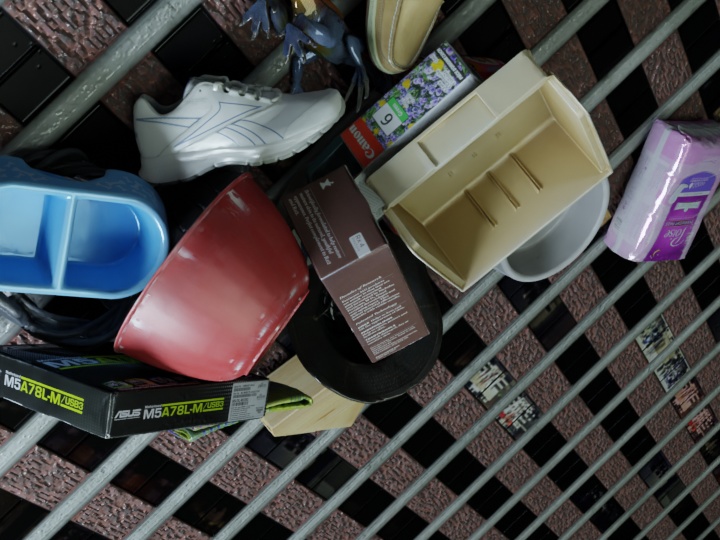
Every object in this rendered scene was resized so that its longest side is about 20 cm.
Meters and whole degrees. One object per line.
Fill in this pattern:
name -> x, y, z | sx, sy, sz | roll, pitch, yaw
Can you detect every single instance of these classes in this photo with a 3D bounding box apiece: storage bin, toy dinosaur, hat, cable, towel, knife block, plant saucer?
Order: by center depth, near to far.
cable -> -0.266, -0.016, 0.975 | 0.200, 0.051, 0.163 | 42, 82, -29
toy dinosaur -> -0.017, -0.219, 1.006 | 0.181, 0.105, 0.201 | -15, 123, -54
storage bin -> 0.128, -0.093, 1.040 | 0.200, 0.094, 0.198 | -39, 159, 8
plant saucer -> -0.014, -0.054, 1.101 | 0.070, 0.019, 0.200 | -49, 146, -24
towel -> -0.151, 0.145, 1.138 | 0.143, 0.200, 0.023 | -14, 95, -29
hat -> -0.006, 0.052, 1.212 | 0.200, 0.201, 0.081 | -23, 178, -23
knife block -> -0.022, 0.105, 1.270 | 0.200, 0.064, 0.176 | 2, 123, -48

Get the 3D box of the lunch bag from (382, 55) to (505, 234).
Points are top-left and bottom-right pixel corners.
lunch bag -> 0.088, -0.135, 1.167 | 0.176, 0.082, 0.201 | -4, 123, -32

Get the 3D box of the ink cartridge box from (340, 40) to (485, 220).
ink cartridge box -> 0.038, -0.124, 1.043 | 0.200, 0.050, 0.109 | -40, 157, 14

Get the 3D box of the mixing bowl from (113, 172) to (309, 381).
mixing bowl -> -0.116, 0.023, 0.954 | 0.200, 0.108, 0.200 | -54, 180, 0

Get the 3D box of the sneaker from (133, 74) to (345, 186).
sneaker -> -0.113, -0.136, 0.953 | 0.199, 0.075, 0.087 | -13, 108, 5

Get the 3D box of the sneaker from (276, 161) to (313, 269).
sneaker -> -0.073, -0.017, 1.131 | 0.200, 0.075, 0.084 | -49, 134, 5

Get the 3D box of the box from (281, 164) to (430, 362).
box -> 0.000, 0.000, 1.027 | 0.075, 0.100, 0.200 | -27, 149, -1

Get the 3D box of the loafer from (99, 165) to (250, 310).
loafer -> -0.183, -0.045, 1.043 | 0.072, 0.063, 0.200 | 40, 94, -7

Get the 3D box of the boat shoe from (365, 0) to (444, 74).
boat shoe -> 0.061, -0.278, 0.981 | 0.072, 0.076, 0.201 | -1, 106, -49

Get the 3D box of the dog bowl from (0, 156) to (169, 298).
dog bowl -> -0.255, -0.031, 0.907 | 0.199, 0.050, 0.112 | 6, 107, -28

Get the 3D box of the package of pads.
package of pads -> 0.422, -0.109, 1.455 | 0.120, 0.076, 0.201 | -4, 125, -33

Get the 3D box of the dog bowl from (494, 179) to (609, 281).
dog bowl -> 0.229, -0.073, 1.343 | 0.200, 0.059, 0.201 | -22, 135, -23

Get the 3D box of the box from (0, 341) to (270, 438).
box -> -0.220, 0.105, 1.002 | 0.200, 0.193, 0.048 | 2, 99, -53
